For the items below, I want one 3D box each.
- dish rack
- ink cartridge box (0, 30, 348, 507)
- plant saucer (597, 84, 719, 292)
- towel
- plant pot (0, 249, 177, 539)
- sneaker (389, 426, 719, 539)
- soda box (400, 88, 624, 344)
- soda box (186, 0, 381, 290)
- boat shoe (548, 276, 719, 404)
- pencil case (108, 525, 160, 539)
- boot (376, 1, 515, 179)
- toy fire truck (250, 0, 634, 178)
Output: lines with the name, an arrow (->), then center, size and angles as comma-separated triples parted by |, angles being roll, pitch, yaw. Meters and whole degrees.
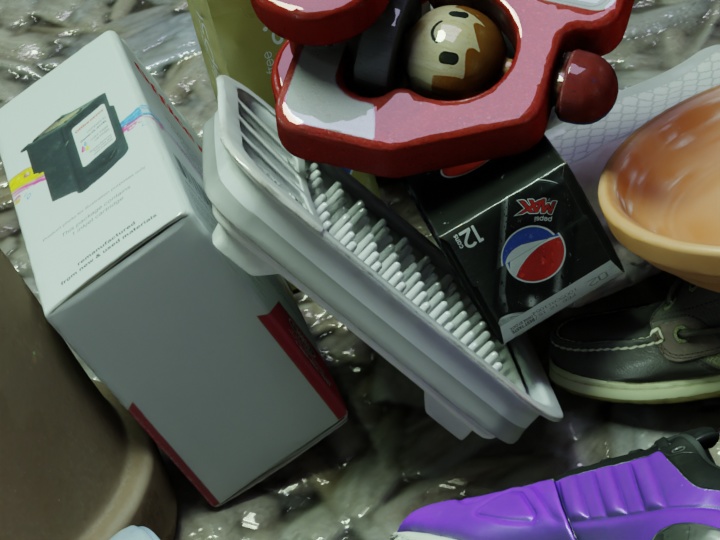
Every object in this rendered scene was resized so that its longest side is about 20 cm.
dish rack -> 0.000, 0.000, 0.995 | 0.044, 0.200, 0.172 | -49, 14, 10
ink cartridge box -> -0.097, -0.005, 1.059 | 0.083, 0.146, 0.200 | -35, 34, 4
plant saucer -> 0.205, -0.041, 0.958 | 0.198, 0.038, 0.201 | -14, 24, 6
towel -> 0.154, -0.053, 1.111 | 0.199, 0.032, 0.191 | -26, 22, -11
plant pot -> -0.198, 0.069, 0.975 | 0.198, 0.176, 0.201 | -9, 34, 6
sneaker -> 0.104, 0.107, 0.863 | 0.199, 0.070, 0.100 | 0, 41, 47
soda box -> 0.061, -0.041, 1.044 | 0.070, 0.064, 0.200 | -30, 22, 3
soda box -> -0.042, -0.096, 1.133 | 0.064, 0.201, 0.068 | -22, 33, -9
boat shoe -> 0.173, 0.018, 0.979 | 0.199, 0.067, 0.072 | -3, 20, 34
pencil case -> -0.151, 0.181, 0.870 | 0.199, 0.084, 0.091 | -27, 18, -21
boot -> 0.052, -0.134, 1.176 | 0.130, 0.200, 0.068 | -27, 69, -12
toy fire truck -> 0.045, -0.132, 0.994 | 0.166, 0.112, 0.201 | 11, 62, 13
